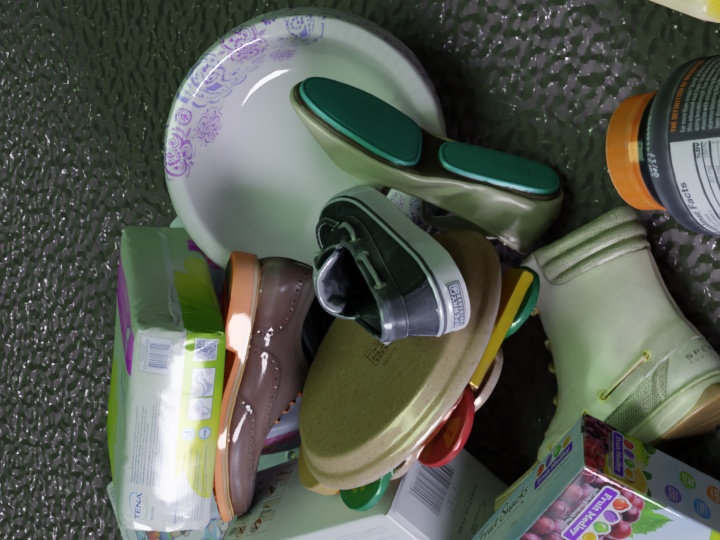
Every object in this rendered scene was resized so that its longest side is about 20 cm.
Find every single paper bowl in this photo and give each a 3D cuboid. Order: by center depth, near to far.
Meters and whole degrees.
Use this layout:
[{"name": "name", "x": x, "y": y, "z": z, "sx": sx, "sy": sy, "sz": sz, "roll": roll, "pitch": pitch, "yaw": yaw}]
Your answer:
[{"name": "paper bowl", "x": -0.036, "y": -0.089, "z": 1.235, "sx": 0.199, "sy": 0.104, "sz": 0.202, "roll": 1, "pitch": 103, "yaw": 3}]

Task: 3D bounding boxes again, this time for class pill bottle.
[{"name": "pill bottle", "x": 0.237, "y": -0.075, "z": 0.977, "sx": 0.199, "sy": 0.106, "sz": 0.107, "roll": -1, "pitch": 92, "yaw": 47}]

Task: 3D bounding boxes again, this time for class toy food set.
[{"name": "toy food set", "x": 0.029, "y": 0.063, "z": 1.121, "sx": 0.201, "sy": 0.049, "sz": 0.198, "roll": -61, "pitch": 24, "yaw": -12}]

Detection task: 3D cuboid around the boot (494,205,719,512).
[{"name": "boot", "x": 0.139, "y": 0.069, "z": 1.119, "sx": 0.200, "sy": 0.072, "sz": 0.155, "roll": -42, "pitch": 63, "yaw": 34}]

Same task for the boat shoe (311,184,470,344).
[{"name": "boat shoe", "x": 0.000, "y": 0.000, "z": 1.088, "sx": 0.200, "sy": 0.067, "sz": 0.072, "roll": -138, "pitch": 35, "yaw": -61}]

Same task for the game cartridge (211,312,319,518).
[{"name": "game cartridge", "x": -0.099, "y": 0.125, "z": 1.388, "sx": 0.199, "sy": 0.041, "sz": 0.134, "roll": -28, "pitch": 75, "yaw": 34}]

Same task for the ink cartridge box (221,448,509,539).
[{"name": "ink cartridge box", "x": 0.027, "y": 0.205, "z": 1.217, "sx": 0.199, "sy": 0.175, "sz": 0.084, "roll": -23, "pitch": 34, "yaw": 46}]

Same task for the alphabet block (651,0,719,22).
[{"name": "alphabet block", "x": 0.194, "y": -0.250, "z": 0.948, "sx": 0.200, "sy": 0.196, "sz": 0.197, "roll": 29, "pitch": 115, "yaw": 43}]

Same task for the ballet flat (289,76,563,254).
[{"name": "ballet flat", "x": 0.038, "y": -0.064, "z": 1.156, "sx": 0.199, "sy": 0.070, "sz": 0.070, "roll": 22, "pitch": 116, "yaw": -3}]

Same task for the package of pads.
[{"name": "package of pads", "x": -0.139, "y": 0.074, "z": 1.196, "sx": 0.200, "sy": 0.068, "sz": 0.156, "roll": -114, "pitch": 29, "yaw": -67}]

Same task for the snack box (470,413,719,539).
[{"name": "snack box", "x": 0.143, "y": 0.195, "z": 1.073, "sx": 0.200, "sy": 0.142, "sz": 0.053, "roll": -54, "pitch": 17, "yaw": 35}]

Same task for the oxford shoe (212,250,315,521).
[{"name": "oxford shoe", "x": -0.067, "y": 0.087, "z": 1.204, "sx": 0.071, "sy": 0.072, "sz": 0.201, "roll": -109, "pitch": 25, "yaw": -66}]

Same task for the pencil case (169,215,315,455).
[{"name": "pencil case", "x": -0.081, "y": 0.041, "z": 1.304, "sx": 0.090, "sy": 0.083, "sz": 0.201, "roll": -19, "pitch": 74, "yaw": 11}]

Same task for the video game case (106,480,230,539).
[{"name": "video game case", "x": -0.138, "y": 0.238, "z": 1.467, "sx": 0.182, "sy": 0.024, "sz": 0.201, "roll": -40, "pitch": 64, "yaw": 41}]
